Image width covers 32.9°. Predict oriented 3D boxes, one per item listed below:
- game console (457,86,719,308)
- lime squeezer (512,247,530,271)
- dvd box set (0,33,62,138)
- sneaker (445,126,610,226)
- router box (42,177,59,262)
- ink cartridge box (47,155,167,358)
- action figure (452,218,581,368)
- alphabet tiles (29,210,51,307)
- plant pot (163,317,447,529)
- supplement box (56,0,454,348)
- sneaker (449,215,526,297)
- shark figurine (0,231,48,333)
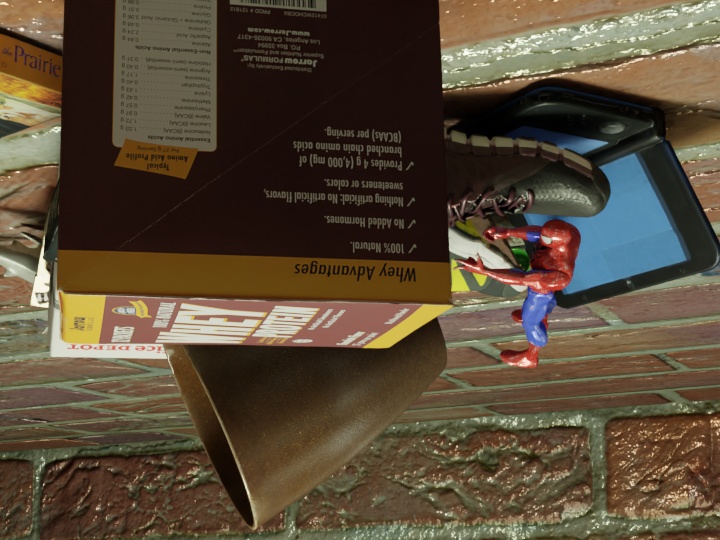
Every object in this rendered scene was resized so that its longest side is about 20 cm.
[{"bbox_3d":[0.151,-0.048,0.956,0.169,0.119,0.200,6,164,-30],"label":"game console"},{"bbox_3d":[0.145,-0.012,1.287,0.198,0.038,0.071,2,166,-10],"label":"lime squeezer"},{"bbox_3d":[-0.290,-0.126,0.764,0.145,0.030,0.199,-11,164,35],"label":"dvd box set"},{"bbox_3d":[0.074,-0.040,0.878,0.198,0.116,0.076,14,154,8],"label":"sneaker"},{"bbox_3d":[-0.111,-0.030,0.838,0.198,0.063,0.150,12,164,-16],"label":"router box"},{"bbox_3d":[-0.181,-0.011,1.010,0.145,0.083,0.201,2,144,-16],"label":"ink cartridge box"},{"bbox_3d":[0.121,0.007,0.987,0.098,0.066,0.200,16,152,4],"label":"action figure"},{"bbox_3d":[-0.194,0.002,1.113,0.198,0.006,0.167,7,122,-20],"label":"alphabet tiles"},{"bbox_3d":[-0.037,0.080,0.988,0.199,0.188,0.187,-24,172,-15],"label":"plant pot"},{"bbox_3d":[-0.063,-0.068,0.662,0.195,0.202,0.133,2,167,-13],"label":"supplement box"},{"bbox_3d":[0.087,-0.014,1.154,0.084,0.075,0.200,-36,144,19],"label":"sneaker"},{"bbox_3d":[-0.308,0.013,1.160,0.127,0.090,0.214,20,-177,25],"label":"shark figurine"}]
